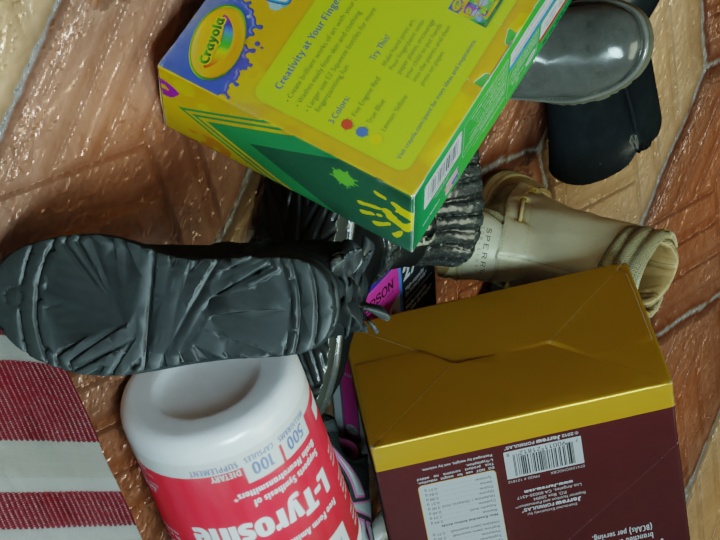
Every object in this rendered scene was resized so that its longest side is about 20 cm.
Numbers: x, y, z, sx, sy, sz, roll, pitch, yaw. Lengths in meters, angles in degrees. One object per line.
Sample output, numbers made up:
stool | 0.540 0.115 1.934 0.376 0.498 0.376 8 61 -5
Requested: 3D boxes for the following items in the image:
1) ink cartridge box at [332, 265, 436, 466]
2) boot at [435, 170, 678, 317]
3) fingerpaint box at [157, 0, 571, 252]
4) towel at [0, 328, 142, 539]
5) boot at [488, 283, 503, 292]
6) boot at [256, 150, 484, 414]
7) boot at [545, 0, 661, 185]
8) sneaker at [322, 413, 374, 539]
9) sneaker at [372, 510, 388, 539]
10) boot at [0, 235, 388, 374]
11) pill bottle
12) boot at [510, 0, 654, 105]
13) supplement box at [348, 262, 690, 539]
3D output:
ink cartridge box | 0.015 0.031 1.722 0.095 0.037 0.201 -46 143 -38
boot | 0.150 -0.018 1.787 0.200 0.155 0.073 -22 122 -71
fingerpaint box | 0.007 -0.137 1.434 0.200 0.166 0.073 -58 166 -23
towel | -0.169 0.118 1.308 0.023 0.201 0.144 -32 162 21
boot | 0.150 0.088 1.868 0.199 0.162 0.073 -59 154 -21
boot | 0.002 0.000 1.608 0.158 0.079 0.212 -5 113 -54
boot | 0.194 -0.176 1.857 0.200 0.076 0.168 -48 143 -24
sneaker | -0.016 0.161 1.713 0.200 0.080 0.087 73 34 -58
sneaker | 0.069 0.162 1.807 0.201 0.099 0.078 -67 172 24
boot | -0.088 0.013 1.391 0.162 0.197 0.074 -32 121 -82
pill bottle | -0.064 0.139 1.528 0.112 0.112 0.201 -49 136 -34
boot | 0.069 -0.133 1.571 0.200 0.181 0.073 0 80 -64
supplement box | 0.107 0.131 1.667 0.133 0.196 0.201 -104 -178 -54
